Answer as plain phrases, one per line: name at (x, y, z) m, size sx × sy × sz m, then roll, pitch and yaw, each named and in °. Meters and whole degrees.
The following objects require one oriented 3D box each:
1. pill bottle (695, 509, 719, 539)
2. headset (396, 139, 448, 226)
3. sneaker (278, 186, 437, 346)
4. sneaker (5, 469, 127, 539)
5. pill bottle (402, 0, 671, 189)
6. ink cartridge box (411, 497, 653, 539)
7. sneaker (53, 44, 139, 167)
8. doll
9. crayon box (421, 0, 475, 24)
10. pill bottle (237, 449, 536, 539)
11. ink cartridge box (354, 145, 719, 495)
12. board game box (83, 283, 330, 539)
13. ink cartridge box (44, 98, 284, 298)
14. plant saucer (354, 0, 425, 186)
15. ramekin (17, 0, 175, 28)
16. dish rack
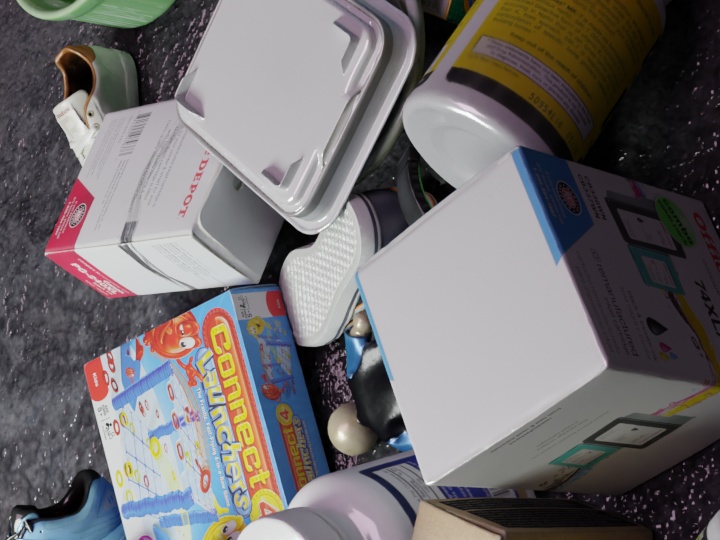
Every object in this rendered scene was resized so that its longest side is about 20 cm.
pill bottle at (0.202, 0.243, 0.959) m, size 0.113 × 0.112 × 0.201 m, roll 49°, pitch 117°, yaw 38°
headset at (0.095, -0.094, 1.113) m, size 0.094 × 0.122 × 0.201 m, roll 123°, pitch 161°, yaw -55°
sneaker at (0.000, 0.000, 1.232) m, size 0.200 × 0.079 × 0.079 m, roll -46°, pitch 59°, yaw 61°
sneaker at (-0.282, 0.240, 1.374) m, size 0.078 × 0.200 × 0.090 m, roll 8°, pitch 131°, yaw 53°
pill bottle at (0.123, -0.145, 1.048) m, size 0.114 × 0.114 × 0.201 m, roll 16°, pitch 64°, yaw 45°
ink cartridge box at (0.091, 0.248, 1.033) m, size 0.075 × 0.164 × 0.202 m, roll 18°, pitch 96°, yaw 44°
sneaker at (-0.237, -0.109, 1.473) m, size 0.073 × 0.084 × 0.202 m, roll -30°, pitch 65°, yaw 36°
doll at (0.044, 0.081, 1.184) m, size 0.200 × 0.048 × 0.137 m, roll -38°, pitch 80°, yaw 36°
crayon box at (0.035, -0.263, 1.242) m, size 0.199 × 0.058 × 0.120 m, roll 29°, pitch 104°, yaw 43°
pill bottle at (0.016, 0.184, 1.079) m, size 0.119 × 0.199 × 0.121 m, roll 8°, pitch 102°, yaw 43°
ink cartridge box at (0.129, 0.039, 1.002) m, size 0.146 × 0.199 × 0.148 m, roll -37°, pitch 59°, yaw 33°
board game box at (-0.122, 0.138, 1.316) m, size 0.195 × 0.056 × 0.202 m, roll -26°, pitch 75°, yaw 40°
ink cartridge box at (-0.147, -0.062, 1.342) m, size 0.199 × 0.083 × 0.146 m, roll -5°, pitch 55°, yaw 44°
plant saucer at (-0.018, -0.149, 1.211) m, size 0.199 × 0.050 × 0.202 m, roll -7°, pitch 79°, yaw 41°
ramekin at (-0.228, -0.316, 1.485) m, size 0.199 × 0.097 × 0.202 m, roll -9°, pitch 77°, yaw 44°
dish rack at (-0.059, -0.140, 1.179) m, size 0.200 × 0.043 × 0.173 m, roll 41°, pitch 109°, yaw 40°
